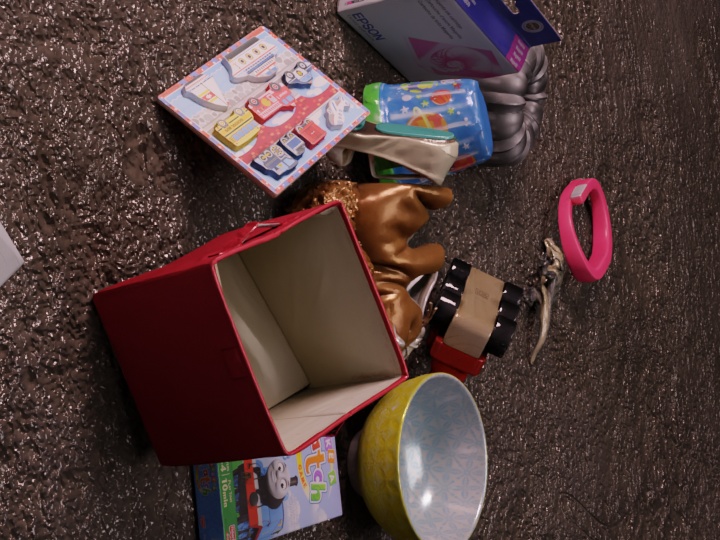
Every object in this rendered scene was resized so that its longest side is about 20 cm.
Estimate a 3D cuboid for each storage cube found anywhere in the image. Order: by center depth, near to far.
[{"bbox_3d":[-0.098,0.061,1.199,0.171,0.180,0.200,-29,102,-44],"label":"storage cube"}]

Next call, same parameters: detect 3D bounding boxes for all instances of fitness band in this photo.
[{"bbox_3d":[0.344,-0.062,2.050,0.200,0.037,0.144,-42,120,-61],"label":"fitness band"}]

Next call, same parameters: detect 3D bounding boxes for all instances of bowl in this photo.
[{"bbox_3d":[0.050,0.217,1.511,0.200,0.108,0.201,13,74,-56],"label":"bowl"}]

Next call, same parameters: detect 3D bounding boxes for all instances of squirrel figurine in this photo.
[{"bbox_3d":[0.000,0.000,1.456,0.200,0.141,0.187,5,86,-47],"label":"squirrel figurine"}]

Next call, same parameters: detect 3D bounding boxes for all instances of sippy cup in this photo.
[{"bbox_3d":[0.082,-0.163,1.560,0.140,0.130,0.178,64,18,-51],"label":"sippy cup"}]

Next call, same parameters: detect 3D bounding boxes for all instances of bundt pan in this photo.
[{"bbox_3d":[0.196,-0.229,1.772,0.202,0.076,0.202,10,90,-70],"label":"bundt pan"}]

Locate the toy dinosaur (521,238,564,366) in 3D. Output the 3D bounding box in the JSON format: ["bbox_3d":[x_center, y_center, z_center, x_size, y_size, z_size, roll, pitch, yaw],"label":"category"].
[{"bbox_3d":[0.260,0.028,1.920,0.088,0.047,0.200,51,49,-50],"label":"toy dinosaur"}]

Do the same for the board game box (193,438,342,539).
[{"bbox_3d":[-0.093,0.192,1.360,0.200,0.037,0.152,-4,88,-58],"label":"board game box"}]

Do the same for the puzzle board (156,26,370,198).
[{"bbox_3d":[-0.091,-0.167,1.351,0.151,0.017,0.200,40,41,3],"label":"puzzle board"}]

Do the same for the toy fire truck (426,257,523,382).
[{"bbox_3d":[0.124,0.114,1.626,0.176,0.128,0.200,-63,178,-68],"label":"toy fire truck"}]

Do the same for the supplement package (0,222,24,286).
[{"bbox_3d":[-0.367,-0.017,0.871,0.200,0.147,0.191,-55,130,-43],"label":"supplement package"}]

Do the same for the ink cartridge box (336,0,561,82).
[{"bbox_3d":[0.107,-0.288,1.586,0.196,0.200,0.043,35,57,-49],"label":"ink cartridge box"}]

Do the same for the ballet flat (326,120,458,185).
[{"bbox_3d":[0.005,-0.135,1.446,0.069,0.200,0.070,15,90,-80],"label":"ballet flat"}]

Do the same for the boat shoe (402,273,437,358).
[{"bbox_3d":[0.040,0.066,1.551,0.071,0.069,0.200,54,45,-43],"label":"boat shoe"}]
